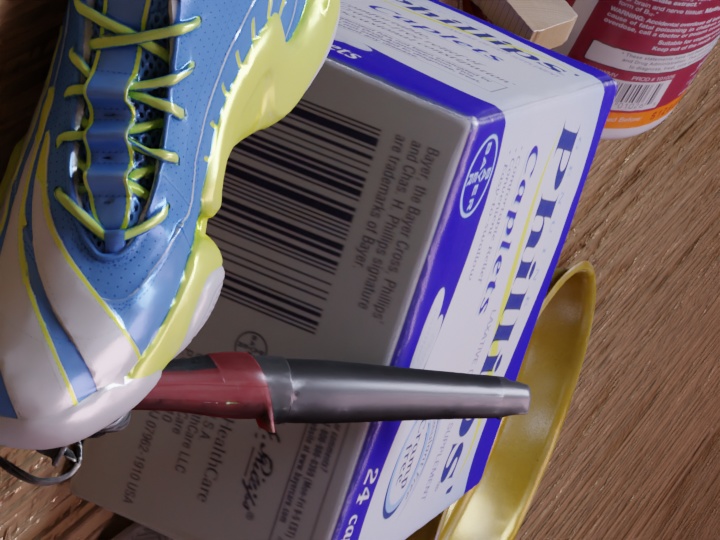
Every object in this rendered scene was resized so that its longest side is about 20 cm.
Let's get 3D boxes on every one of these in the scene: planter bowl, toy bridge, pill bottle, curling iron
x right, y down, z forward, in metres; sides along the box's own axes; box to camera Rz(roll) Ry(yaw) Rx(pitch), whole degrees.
[{"bbox_3d":[0.034,0.074,1.217,0.201,0.083,0.201,-59,163,-30],"label":"planter bowl"},{"bbox_3d":[0.057,-0.117,1.050,0.027,0.067,0.200,-21,151,-33],"label":"toy bridge"},{"bbox_3d":[0.121,-0.156,1.067,0.110,0.109,0.200,-53,174,-44],"label":"pill bottle"},{"bbox_3d":[-0.033,0.045,0.821,0.200,0.050,0.026,1,126,-30],"label":"curling iron"}]

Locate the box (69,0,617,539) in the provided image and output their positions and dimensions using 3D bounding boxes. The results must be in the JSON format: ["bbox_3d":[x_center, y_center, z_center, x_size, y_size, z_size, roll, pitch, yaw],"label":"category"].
[{"bbox_3d":[0.000,0.000,0.958,0.200,0.105,0.184,-25,136,-69],"label":"box"}]

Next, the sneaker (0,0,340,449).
[{"bbox_3d":[-0.071,-0.051,0.733,0.105,0.076,0.200,73,32,-48],"label":"sneaker"}]

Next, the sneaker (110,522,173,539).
[{"bbox_3d":[-0.090,0.175,0.974,0.200,0.074,0.116,-46,157,-31],"label":"sneaker"}]
